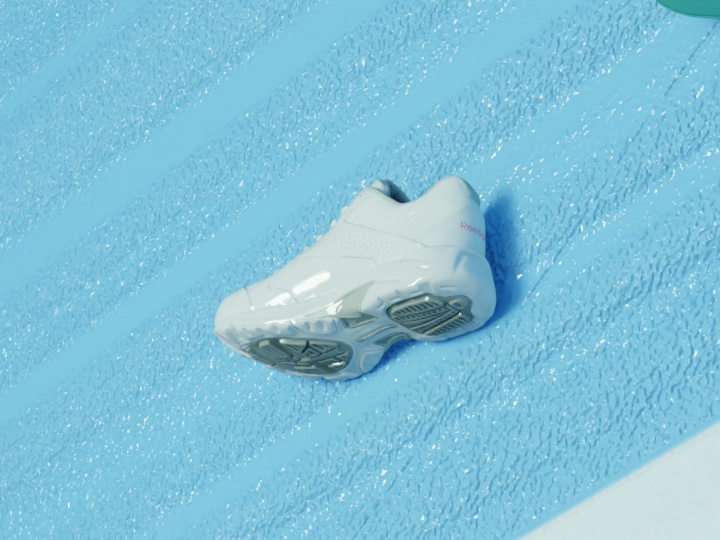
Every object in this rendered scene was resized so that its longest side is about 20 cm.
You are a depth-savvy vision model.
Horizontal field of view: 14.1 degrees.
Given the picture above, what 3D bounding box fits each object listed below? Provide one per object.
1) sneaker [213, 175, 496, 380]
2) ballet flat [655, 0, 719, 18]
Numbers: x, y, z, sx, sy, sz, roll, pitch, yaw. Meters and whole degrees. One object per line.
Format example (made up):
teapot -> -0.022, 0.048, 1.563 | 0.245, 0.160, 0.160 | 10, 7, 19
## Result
sneaker -> 0.000, 0.000, 1.683 | 0.199, 0.078, 0.100 | -16, 55, 35
ballet flat -> 0.230, -0.177, 1.496 | 0.200, 0.073, 0.074 | -12, 64, 54
